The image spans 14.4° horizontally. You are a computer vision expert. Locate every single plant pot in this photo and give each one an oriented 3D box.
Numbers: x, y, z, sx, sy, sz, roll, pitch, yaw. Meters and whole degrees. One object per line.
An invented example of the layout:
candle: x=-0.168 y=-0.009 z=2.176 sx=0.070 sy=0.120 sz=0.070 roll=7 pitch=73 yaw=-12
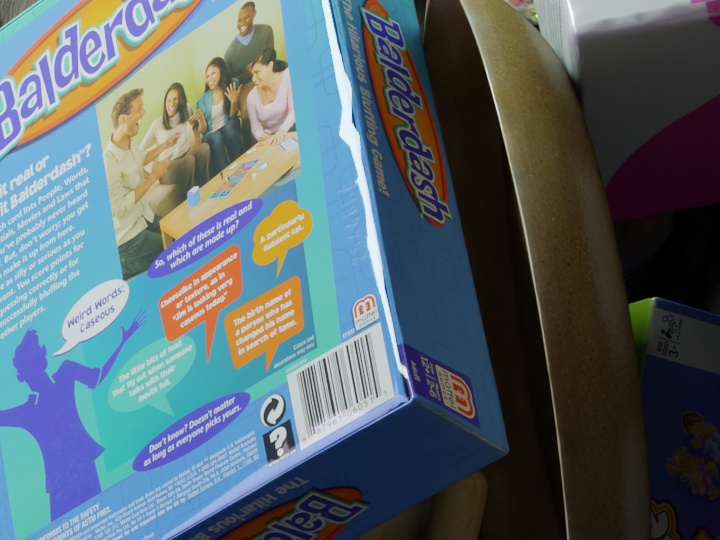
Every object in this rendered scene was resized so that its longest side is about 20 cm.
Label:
plant pot: x=0.047 y=0.020 z=0.756 sx=0.200 sy=0.027 sz=0.202 roll=171 pitch=90 yaw=-84

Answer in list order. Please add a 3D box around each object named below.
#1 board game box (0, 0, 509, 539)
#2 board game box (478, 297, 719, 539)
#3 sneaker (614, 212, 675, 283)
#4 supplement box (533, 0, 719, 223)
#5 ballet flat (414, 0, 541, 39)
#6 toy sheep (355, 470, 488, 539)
board game box: x=-0.046 y=-0.007 z=0.794 sx=0.152 sy=0.045 sz=0.201 roll=-31 pitch=51 yaw=28
board game box: x=0.059 y=0.118 z=0.857 sx=0.134 sy=0.045 sz=0.201 roll=-21 pitch=56 yaw=64
sneaker: x=0.000 y=0.000 z=0.916 sx=0.080 sy=0.199 sz=0.072 roll=104 pitch=154 yaw=-68
supplement box: x=0.089 y=-0.128 z=0.787 sx=0.104 sy=0.100 sz=0.201 roll=79 pitch=-179 yaw=-59
ballet flat: x=0.030 y=-0.069 z=0.875 sx=0.076 sy=0.199 sz=0.064 roll=80 pitch=-150 yaw=-59
toy sheep: x=-0.026 y=0.104 z=0.841 sx=0.200 sy=0.137 sz=0.139 roll=34 pitch=106 yaw=64
